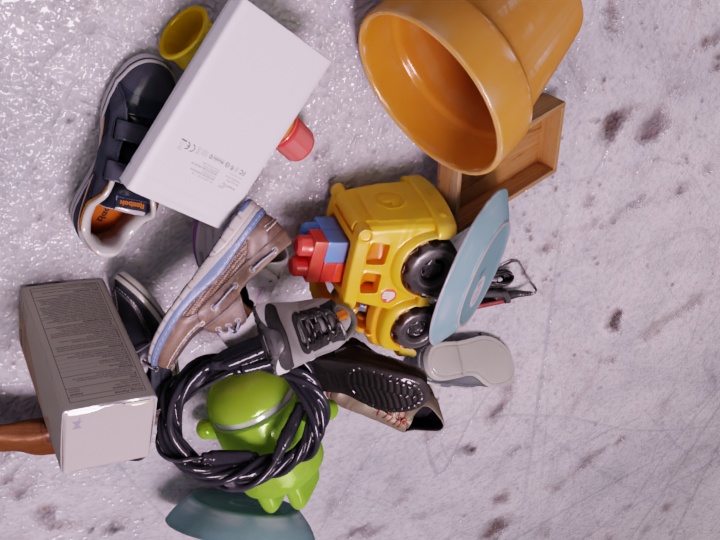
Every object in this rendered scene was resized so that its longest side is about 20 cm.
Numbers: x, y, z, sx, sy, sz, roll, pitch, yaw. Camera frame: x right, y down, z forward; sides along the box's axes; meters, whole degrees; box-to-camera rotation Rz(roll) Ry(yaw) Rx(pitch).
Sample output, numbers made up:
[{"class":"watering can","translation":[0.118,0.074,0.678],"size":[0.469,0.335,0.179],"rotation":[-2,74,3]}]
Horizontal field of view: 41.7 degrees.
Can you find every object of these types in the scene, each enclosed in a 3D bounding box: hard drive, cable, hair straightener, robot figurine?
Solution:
[{"class":"hard drive","translation":[-0.126,-0.146,0.902],"size":[0.131,0.027,0.202],"rotation":[23,104,-51]},{"class":"cable","translation":[-0.136,0.168,1.075],"size":[0.197,0.051,0.166],"rotation":[-24,104,-9]},{"class":"hair straightener","translation":[0.167,0.024,1.289],"size":[0.197,0.041,0.078],"rotation":[-4,125,-29]},{"class":"robot figurine","translation":[-0.117,0.197,1.166],"size":[0.173,0.116,0.203],"rotation":[-13,111,26]}]

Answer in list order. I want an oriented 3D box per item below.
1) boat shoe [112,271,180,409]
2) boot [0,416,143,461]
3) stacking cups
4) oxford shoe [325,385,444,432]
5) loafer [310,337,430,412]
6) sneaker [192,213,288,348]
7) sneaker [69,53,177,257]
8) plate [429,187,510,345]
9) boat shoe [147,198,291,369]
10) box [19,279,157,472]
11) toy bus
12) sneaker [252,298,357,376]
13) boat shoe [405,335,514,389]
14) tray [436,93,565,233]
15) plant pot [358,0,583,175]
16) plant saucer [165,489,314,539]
[{"class":"boat shoe","translation":[-0.246,0.088,1.053],"size":[0.062,0.074,0.202],"rotation":[-36,143,-32]},{"class":"boot","translation":[-0.337,0.167,1.020],"size":[0.197,0.187,0.070],"rotation":[11,75,-36]},{"class":"stacking cups","translation":[-0.119,-0.179,0.954],"size":[0.060,0.061,0.200],"rotation":[-43,139,4]},{"class":"oxford shoe","translation":[0.041,0.181,1.306],"size":[0.197,0.075,0.071],"rotation":[12,117,-37]},{"class":"loafer","translation":[-0.001,0.114,1.165],"size":[0.074,0.196,0.072],"rotation":[81,31,-41]},{"class":"sneaker","translation":[-0.123,0.021,1.063],"size":[0.097,0.076,0.202],"rotation":[-4,132,7]},{"class":"sneaker","translation":[-0.223,-0.105,0.924],"size":[0.077,0.080,0.203],"rotation":[9,116,-35]},{"class":"plate","translation":[0.137,0.001,1.113],"size":[0.201,0.025,0.202],"rotation":[-56,162,-29]},{"class":"boat shoe","translation":[-0.145,0.029,0.974],"size":[0.072,0.072,0.201],"rotation":[35,100,-5]},{"class":"box","translation":[-0.280,0.100,0.955],"size":[0.093,0.201,0.079],"rotation":[-5,126,-28]},{"class":"toy bus","translation":[0.000,0.000,1.105],"size":[0.188,0.136,0.203],"rotation":[-4,127,-25]},{"class":"sneaker","translation":[-0.056,0.058,0.986],"size":[0.078,0.075,0.200],"rotation":[-19,178,13]},{"class":"boat shoe","translation":[0.146,0.135,1.362],"size":[0.198,0.074,0.061],"rotation":[6,163,-43]},{"class":"tray","translation":[0.169,-0.131,1.141],"size":[0.198,0.037,0.100],"rotation":[-31,137,-32]},{"class":"plant pot","translation":[0.128,-0.236,0.980],"size":[0.183,0.199,0.202],"rotation":[-43,136,-17]},{"class":"plant saucer","translation":[-0.153,0.319,1.230],"size":[0.197,0.198,0.037],"rotation":[12,85,-37]}]
